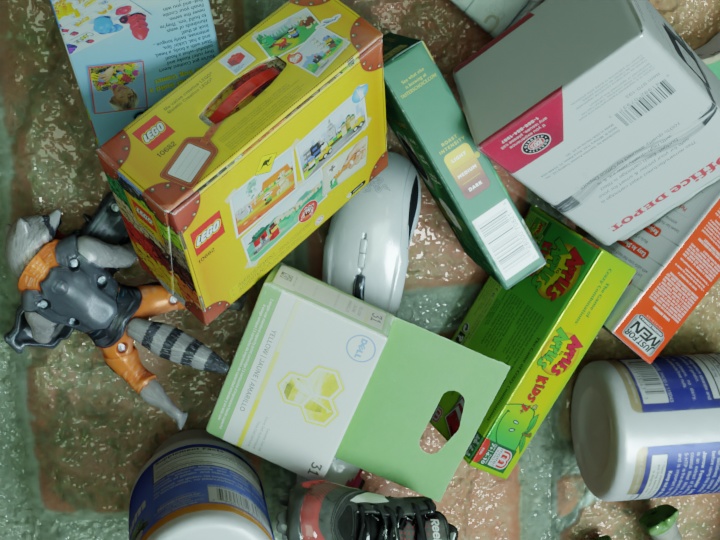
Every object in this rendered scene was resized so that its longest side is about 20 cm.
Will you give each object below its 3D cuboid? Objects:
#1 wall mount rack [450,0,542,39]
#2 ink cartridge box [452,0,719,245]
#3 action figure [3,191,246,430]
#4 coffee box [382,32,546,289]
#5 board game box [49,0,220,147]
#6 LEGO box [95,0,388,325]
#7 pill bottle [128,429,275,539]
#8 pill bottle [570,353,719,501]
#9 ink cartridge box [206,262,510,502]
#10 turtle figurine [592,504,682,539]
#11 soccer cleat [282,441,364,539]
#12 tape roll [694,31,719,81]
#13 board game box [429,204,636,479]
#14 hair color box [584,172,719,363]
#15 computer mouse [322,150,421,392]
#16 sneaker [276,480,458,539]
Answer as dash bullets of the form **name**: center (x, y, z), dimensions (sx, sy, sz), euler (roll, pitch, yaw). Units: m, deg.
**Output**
- **wall mount rack**: center (0.105, -0.252, 0.890), dimensions (0.199, 0.075, 0.174), euler (38, 109, -8)
- **ink cartridge box**: center (0.188, -0.120, 0.891), dimensions (0.145, 0.084, 0.199), euler (-34, 141, 25)
- **action figure**: center (-0.181, 0.004, 0.901), dimensions (0.192, 0.105, 0.201), euler (29, 93, -17)
- **coffee box**: center (0.068, -0.089, 0.919), dimensions (0.044, 0.123, 0.201), euler (-32, 106, 0)
- **board game box**: center (-0.162, -0.201, 0.809), dimensions (0.104, 0.104, 0.201), euler (-15, 138, -8)
- **LEGO box**: center (-0.074, -0.080, 0.837), dimensions (0.077, 0.150, 0.200), euler (38, 67, 23)
- **pill bottle**: center (-0.125, 0.199, 0.907), dimensions (0.111, 0.200, 0.114), euler (-3, 104, -11)
- **pill bottle**: center (0.295, 0.134, 1.019), dimensions (0.197, 0.120, 0.121), euler (-2, 104, -11)
- **ink cartridge box**: center (-0.004, 0.099, 0.906), dimensions (0.198, 0.048, 0.147), euler (25, 116, 0)
- **turtle figurine**: center (0.282, 0.325, 1.036), dimensions (0.199, 0.143, 0.195), euler (-30, 90, -46)
- **soccer cleat**: center (-0.024, 0.141, 0.991), dimensions (0.086, 0.070, 0.201), euler (34, 91, -5)
- **tape roll**: center (0.264, -0.245, 0.960), dimensions (0.198, 0.048, 0.203), euler (-3, 104, -10)
- **board game box**: center (0.132, 0.058, 0.971), dimensions (0.047, 0.102, 0.201), euler (25, 100, -35)
- **hair color box**: center (0.260, -0.035, 0.977), dimensions (0.061, 0.102, 0.201), euler (36, 95, -33)
- **computer mouse**: center (0.000, 0.000, 0.940), dimensions (0.108, 0.044, 0.203), euler (8, 87, 11)
- **sneaker**: center (0.013, 0.203, 0.904), dimensions (0.097, 0.200, 0.072), euler (-9, 66, 28)
